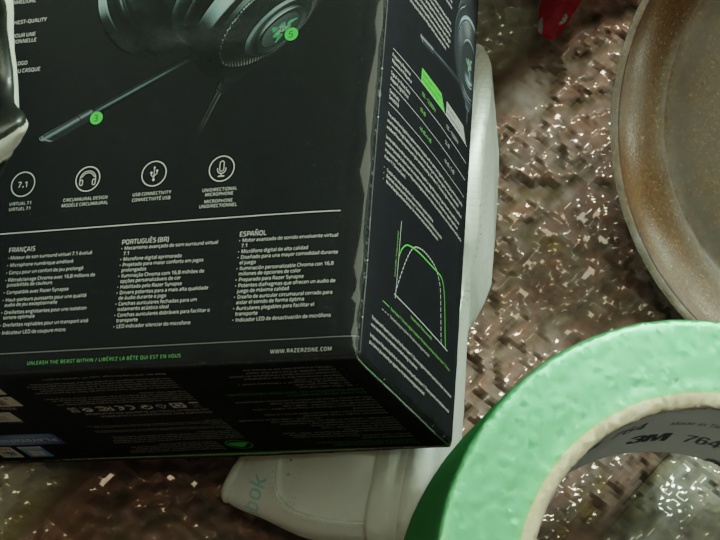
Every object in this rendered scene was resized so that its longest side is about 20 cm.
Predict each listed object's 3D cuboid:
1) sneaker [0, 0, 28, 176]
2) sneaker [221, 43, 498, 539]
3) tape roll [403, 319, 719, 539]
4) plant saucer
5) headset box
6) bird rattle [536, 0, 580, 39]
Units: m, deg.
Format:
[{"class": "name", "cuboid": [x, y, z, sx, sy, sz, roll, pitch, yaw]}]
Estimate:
[{"class": "sneaker", "cuboid": [-0.140, -0.101, 0.744, 0.074, 0.080, 0.201, 1, 64, -36]}, {"class": "sneaker", "cuboid": [0.000, 0.000, 0.843, 0.088, 0.075, 0.200, 6, 58, 12]}, {"class": "tape roll", "cuboid": [0.110, 0.116, 0.761, 0.200, 0.048, 0.201, 6, 66, -15]}, {"class": "plant saucer", "cuboid": [0.189, -0.052, 0.856, 0.199, 0.032, 0.201, 1, 96, 5]}, {"class": "headset box", "cuboid": [-0.058, -0.046, 0.795, 0.174, 0.093, 0.201, -4, 68, 20]}, {"class": "bird rattle", "cuboid": [0.048, -0.197, 0.923, 0.112, 0.163, 0.200, -22, 51, 2]}]
